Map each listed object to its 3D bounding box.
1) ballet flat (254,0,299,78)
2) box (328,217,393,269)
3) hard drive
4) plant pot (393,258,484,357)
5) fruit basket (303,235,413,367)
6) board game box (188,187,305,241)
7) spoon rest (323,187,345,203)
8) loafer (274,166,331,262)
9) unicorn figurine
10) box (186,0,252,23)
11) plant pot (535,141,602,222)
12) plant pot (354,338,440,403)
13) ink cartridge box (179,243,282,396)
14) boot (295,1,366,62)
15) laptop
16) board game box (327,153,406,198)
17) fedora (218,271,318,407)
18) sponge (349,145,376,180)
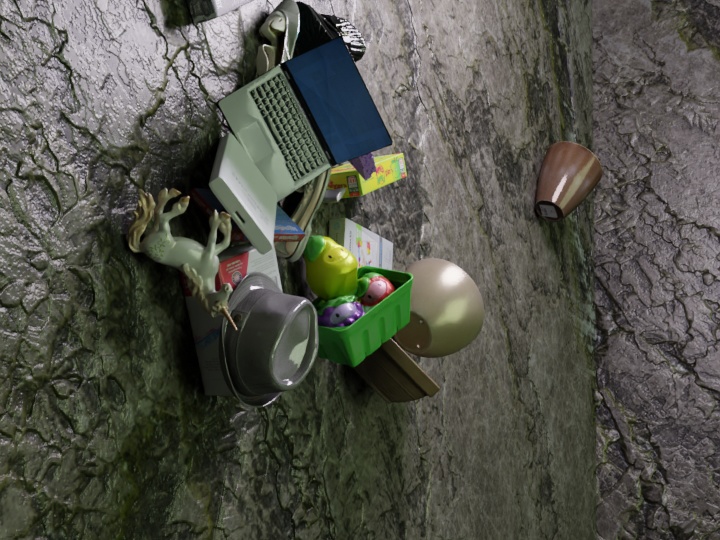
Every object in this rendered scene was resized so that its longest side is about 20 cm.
[{"bbox_3d":[-0.144,-0.380,1.643,0.063,0.067,0.204,26,63,-50],"label":"ballet flat"},{"bbox_3d":[0.000,0.000,1.881,0.199,0.041,0.159,25,65,-57],"label":"box"},{"bbox_3d":[-0.173,-0.119,1.470,0.133,0.026,0.201,54,13,-23],"label":"hard drive"},{"bbox_3d":[0.132,0.095,1.961,0.134,0.198,0.203,-37,118,-50],"label":"plant pot"},{"bbox_3d":[-0.022,0.034,1.703,0.214,0.154,0.220,-11,105,-45],"label":"fruit basket"},{"bbox_3d":[-0.173,-0.084,1.523,0.103,0.020,0.199,45,20,20],"label":"board game box"},{"bbox_3d":[-0.104,-0.203,1.714,0.201,0.060,0.100,57,40,-21],"label":"spoon rest"},{"bbox_3d":[-0.104,-0.118,1.640,0.062,0.072,0.203,21,82,-31],"label":"loafer"},{"bbox_3d":[-0.231,-0.024,1.349,0.074,0.197,0.139,-158,-88,-88],"label":"unicorn figurine"},{"bbox_3d":[-0.231,-0.502,1.513,0.158,0.049,0.203,-48,128,-53],"label":"box"},{"bbox_3d":[0.606,-0.249,2.944,0.201,0.185,0.188,-57,136,-28],"label":"plant pot"},{"bbox_3d":[0.051,0.184,1.848,0.093,0.201,0.201,-45,139,-2],"label":"plant pot"},{"bbox_3d":[-0.183,0.071,1.477,0.147,0.084,0.204,-25,110,-58],"label":"ink cartridge box"},{"bbox_3d":[-0.041,-0.385,1.763,0.157,0.079,0.214,5,58,-61],"label":"boot"},{"bbox_3d":[-0.088,-0.233,1.544,0.199,0.116,0.189,-34,108,-17],"label":"laptop"},{"bbox_3d":[0.001,-0.177,1.843,0.199,0.100,0.048,-30,112,-60],"label":"board game box"},{"bbox_3d":[-0.119,0.099,1.411,0.178,0.089,0.201,61,39,-35],"label":"fedora"},{"bbox_3d":[-0.048,-0.251,1.677,0.201,0.030,0.112,50,-6,18],"label":"sponge"}]
